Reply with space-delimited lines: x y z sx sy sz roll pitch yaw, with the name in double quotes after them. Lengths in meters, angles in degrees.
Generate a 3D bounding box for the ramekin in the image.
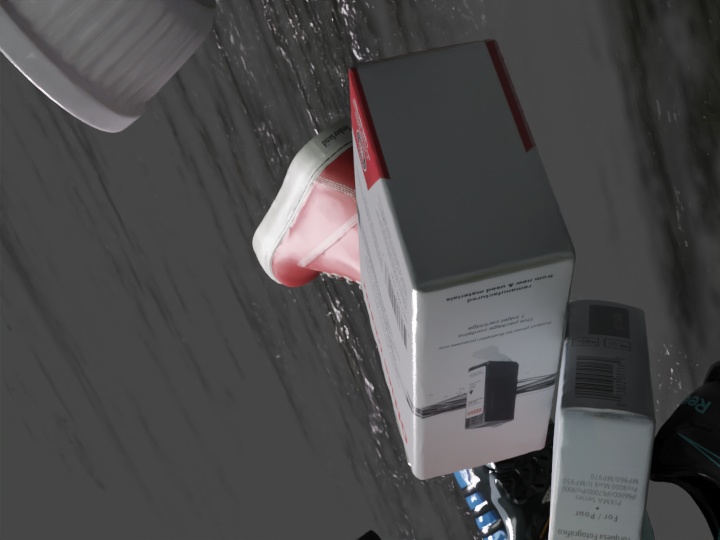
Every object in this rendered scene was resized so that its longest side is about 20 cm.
-0.184 -0.202 0.935 0.200 0.105 0.200 50 -169 -13 "ramekin"

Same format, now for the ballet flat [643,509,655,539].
0.167 0.200 0.904 0.201 0.072 0.072 60 160 -19 "ballet flat"

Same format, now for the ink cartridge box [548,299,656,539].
0.114 0.134 0.726 0.160 0.047 0.202 -62 -22 -72 "ink cartridge box"

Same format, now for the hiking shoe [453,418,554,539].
0.109 0.162 1.011 0.087 0.074 0.201 42 148 51 "hiking shoe"

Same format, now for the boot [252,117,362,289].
0.000 0.000 0.990 0.145 0.072 0.200 50 157 8 "boot"

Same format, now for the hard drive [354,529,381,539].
0.024 0.362 1.572 0.140 0.033 0.200 52 161 7 "hard drive"

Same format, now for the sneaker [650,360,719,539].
0.220 0.139 0.689 0.200 0.079 0.076 49 160 13 "sneaker"

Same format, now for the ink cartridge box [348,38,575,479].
0.050 0.000 0.773 0.201 0.083 0.145 88 169 -56 "ink cartridge box"
